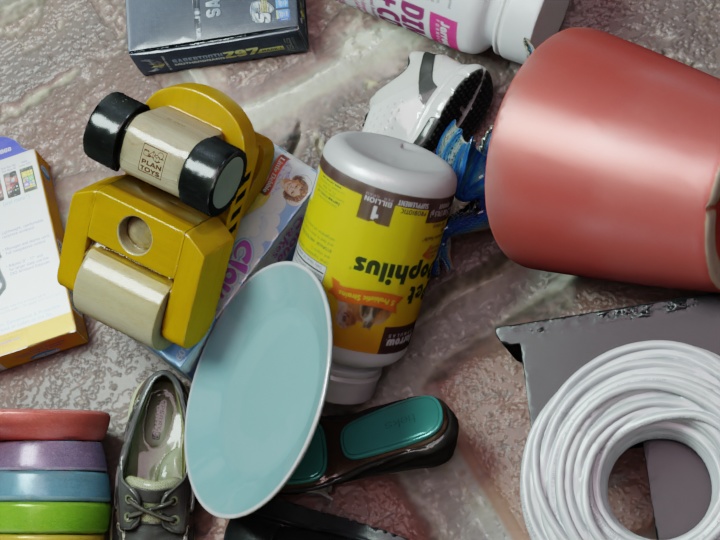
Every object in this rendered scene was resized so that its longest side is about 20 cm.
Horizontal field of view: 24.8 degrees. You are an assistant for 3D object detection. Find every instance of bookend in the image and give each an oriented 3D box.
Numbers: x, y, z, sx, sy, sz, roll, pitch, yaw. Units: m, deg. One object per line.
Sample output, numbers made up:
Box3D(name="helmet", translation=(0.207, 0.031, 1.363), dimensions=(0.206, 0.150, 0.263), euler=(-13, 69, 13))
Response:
Box3D(name="bookend", translation=(0.219, 0.132, 1.255), dimensions=(0.197, 0.092, 0.201), euler=(-10, 75, 11))

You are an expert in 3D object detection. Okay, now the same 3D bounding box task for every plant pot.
Box3D(name="plant pot", translation=(0.222, -0.074, 1.240), dimensions=(0.177, 0.200, 0.201), euler=(18, 75, 37))

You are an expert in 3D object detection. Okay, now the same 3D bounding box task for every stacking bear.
Box3D(name="stacking bear", translation=(-0.256, 0.214, 1.306), dimensions=(0.113, 0.121, 0.202), euler=(-3, 81, 24))

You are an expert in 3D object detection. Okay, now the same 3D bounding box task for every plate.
Box3D(name="plate", translation=(-0.072, 0.092, 1.246), dimensions=(0.200, 0.025, 0.201), euler=(-34, 46, 45))

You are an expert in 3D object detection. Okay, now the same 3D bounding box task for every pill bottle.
Box3D(name="pill bottle", translation=(0.074, -0.253, 1.395), dimensions=(0.199, 0.113, 0.114), euler=(24, 77, 16))
Box3D(name="pill bottle", translation=(0.000, 0.000, 1.293), dimensions=(0.109, 0.109, 0.201), euler=(22, 111, 16))

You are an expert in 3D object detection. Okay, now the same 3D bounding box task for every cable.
Box3D(name="cable", translation=(0.215, 0.154, 1.167), dimensions=(0.199, 0.069, 0.201), euler=(25, 84, 18))

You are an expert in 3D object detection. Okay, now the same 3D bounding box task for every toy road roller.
Box3D(name="toy road roller", translation=(-0.144, -0.051, 1.308), dimensions=(0.122, 0.146, 0.201), euler=(25, 114, 17))

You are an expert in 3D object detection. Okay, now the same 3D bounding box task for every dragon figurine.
Box3D(name="dragon figurine", translation=(0.097, -0.087, 1.331), dimensions=(0.099, 0.059, 0.201), euler=(2, 109, -16))

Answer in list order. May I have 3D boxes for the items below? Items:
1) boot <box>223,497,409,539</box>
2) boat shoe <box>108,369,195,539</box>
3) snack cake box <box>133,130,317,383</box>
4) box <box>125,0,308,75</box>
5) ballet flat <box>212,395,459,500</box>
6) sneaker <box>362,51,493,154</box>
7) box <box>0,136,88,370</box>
Box3D(name="boot", translation=(-0.046, 0.268, 1.267), dimensions=(0.197, 0.073, 0.163), euler=(12, 72, 21))
Box3D(name="boat shoe", translation=(-0.168, 0.177, 1.317), dimensions=(0.071, 0.066, 0.202), euler=(2, 72, -1))
Box3D(name="snack cake box", translation=(-0.125, -0.018, 1.377), dimensions=(0.115, 0.067, 0.200), euler=(33, 80, 20))
Box3D(name="box", translation=(-0.133, -0.285, 1.475), dimensions=(0.157, 0.051, 0.201), euler=(-7, 71, 9))
Box3D(name="ballet flat", translation=(-0.017, 0.148, 1.296), dimensions=(0.199, 0.069, 0.068), euler=(-9, 54, 13))
Box3D(name="sneaker", translation=(0.027, -0.101, 1.386), dimensions=(0.080, 0.074, 0.200), euler=(32, 76, 34))
Box3D(name="box", translation=(-0.316, -0.015, 1.425), dimensions=(0.118, 0.042, 0.201), euler=(-18, 68, 4))
